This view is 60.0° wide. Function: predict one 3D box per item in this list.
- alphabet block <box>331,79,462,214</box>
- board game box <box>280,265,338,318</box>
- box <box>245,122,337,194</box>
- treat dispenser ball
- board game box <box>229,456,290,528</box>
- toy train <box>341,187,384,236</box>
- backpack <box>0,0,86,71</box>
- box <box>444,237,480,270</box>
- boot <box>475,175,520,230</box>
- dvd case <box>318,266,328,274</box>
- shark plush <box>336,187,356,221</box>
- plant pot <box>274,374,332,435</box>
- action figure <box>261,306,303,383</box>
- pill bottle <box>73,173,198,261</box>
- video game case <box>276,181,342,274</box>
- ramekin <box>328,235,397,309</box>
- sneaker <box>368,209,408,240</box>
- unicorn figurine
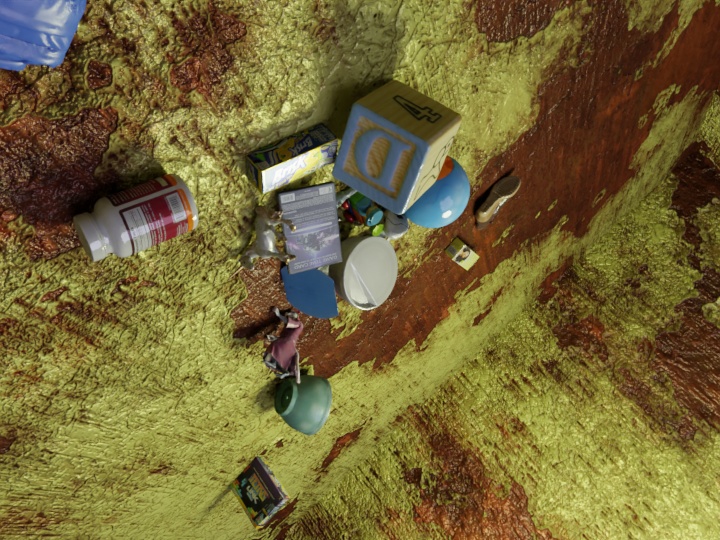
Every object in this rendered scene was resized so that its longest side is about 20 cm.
[{"bbox_3d":[0.082,-0.279,1.396,0.200,0.195,0.196,-45,163,-49],"label":"alphabet block"},{"bbox_3d":[-0.130,0.045,1.682,0.201,0.156,0.039,84,26,-43],"label":"board game box"},{"bbox_3d":[-0.146,-0.241,1.342,0.199,0.064,0.070,-29,149,-26],"label":"box"},{"bbox_3d":[0.195,-0.216,1.686,0.200,0.201,0.202,-32,151,-21],"label":"treat dispenser ball"},{"bbox_3d":[-0.386,0.846,2.383,0.166,0.200,0.057,-48,151,7],"label":"board game box"},{"bbox_3d":[0.020,-0.134,1.656,0.084,0.116,0.201,-38,152,-10],"label":"toy train"},{"bbox_3d":[-0.417,-0.319,0.720,0.162,0.200,0.169,-5,134,-51],"label":"backpack"},{"bbox_3d":[0.380,-0.059,2.320,0.075,0.050,0.200,-49,153,10],"label":"box"},{"bbox_3d":[0.481,-0.240,2.212,0.200,0.072,0.166,-43,165,-5],"label":"boot"},{"bbox_3d":[-0.106,0.019,1.800,0.199,0.025,0.151,-37,151,-15],"label":"dvd case"},{"bbox_3d":[-0.080,-0.139,1.551,0.199,0.083,0.091,-35,151,-17],"label":"shark plush"},{"bbox_3d":[-0.206,0.439,2.099,0.133,0.201,0.201,24,112,-32],"label":"plant pot"},{"bbox_3d":[-0.203,0.195,1.780,0.134,0.147,0.201,104,8,-60],"label":"action figure"},{"bbox_3d":[-0.409,-0.094,1.139,0.199,0.113,0.114,-26,148,-28],"label":"pill bottle"},{"bbox_3d":[-0.119,-0.101,1.489,0.141,0.019,0.202,-15,115,-21],"label":"video game case"},{"bbox_3d":[0.000,0.000,1.696,0.201,0.094,0.205,-11,106,-41],"label":"ramekin"},{"bbox_3d":[0.078,-0.115,1.735,0.115,0.075,0.201,-52,-170,29],"label":"sneaker"},{"bbox_3d":[-0.220,-0.062,1.452,0.074,0.136,0.202,-26,131,-61],"label":"unicorn figurine"}]
